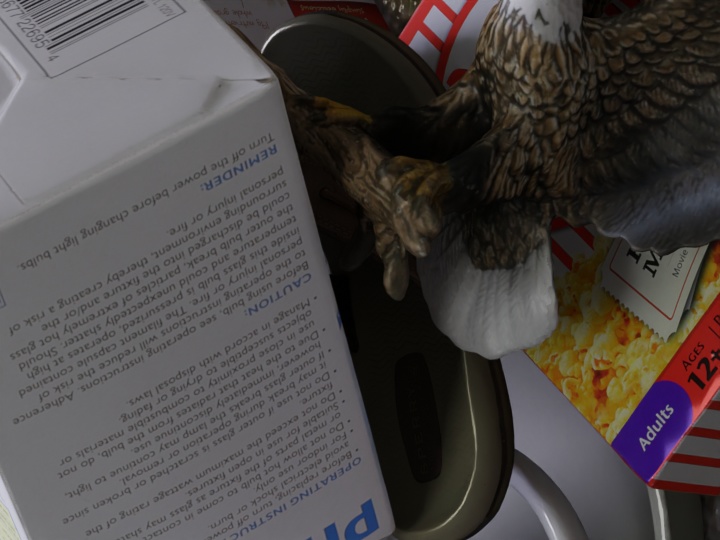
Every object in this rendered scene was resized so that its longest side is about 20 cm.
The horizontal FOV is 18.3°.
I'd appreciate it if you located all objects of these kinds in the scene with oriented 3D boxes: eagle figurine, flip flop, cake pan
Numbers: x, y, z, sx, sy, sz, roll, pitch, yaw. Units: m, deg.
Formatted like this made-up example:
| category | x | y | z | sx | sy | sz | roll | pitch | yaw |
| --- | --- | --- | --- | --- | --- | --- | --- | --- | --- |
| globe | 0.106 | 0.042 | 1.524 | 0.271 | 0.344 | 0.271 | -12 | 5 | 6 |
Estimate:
| category | x | y | z | sx | sy | sz | roll | pitch | yaw |
| --- | --- | --- | --- | --- | --- | --- | --- | --- | --- |
| eagle figurine | 0.074 | -0.075 | 0.704 | 0.152 | 0.200 | 0.151 | 57 | 165 | -5 |
| flip flop | 0.000 | 0.000 | 0.791 | 0.081 | 0.057 | 0.201 | -24 | 71 | 43 |
| cake pan | 0.060 | 0.098 | 0.876 | 0.200 | 0.037 | 0.201 | 9 | 101 | 51 |

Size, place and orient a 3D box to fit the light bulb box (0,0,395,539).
| category | x | y | z | sx | sy | sz | roll | pitch | yaw |
| --- | --- | --- | --- | --- | --- | --- | --- | --- | --- |
| light bulb box | -0.100 | -0.004 | 0.756 | 0.198 | 0.124 | 0.201 | 48 | 159 | 45 |

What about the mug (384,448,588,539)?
| category | x | y | z | sx | sy | sz | roll | pitch | yaw |
| --- | --- | --- | --- | --- | --- | --- | --- | --- | --- |
| mug | 0.001 | 0.147 | 0.832 | 0.200 | 0.148 | 0.176 | -41 | 55 | 12 |

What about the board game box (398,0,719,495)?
| category | x | y | z | sx | sy | sz | roll | pitch | yaw |
| --- | --- | --- | --- | --- | --- | --- | --- | --- | --- |
| board game box | 0.094 | -0.045 | 0.782 | 0.200 | 0.046 | 0.152 | 48 | 114 | 37 |

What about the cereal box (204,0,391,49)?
| category | x | y | z | sx | sy | sz | roll | pitch | yaw |
| --- | --- | --- | --- | --- | --- | --- | --- | --- | --- |
| cereal box | -0.080 | -0.149 | 0.938 | 0.040 | 0.143 | 0.201 | -51 | 57 | 40 |
